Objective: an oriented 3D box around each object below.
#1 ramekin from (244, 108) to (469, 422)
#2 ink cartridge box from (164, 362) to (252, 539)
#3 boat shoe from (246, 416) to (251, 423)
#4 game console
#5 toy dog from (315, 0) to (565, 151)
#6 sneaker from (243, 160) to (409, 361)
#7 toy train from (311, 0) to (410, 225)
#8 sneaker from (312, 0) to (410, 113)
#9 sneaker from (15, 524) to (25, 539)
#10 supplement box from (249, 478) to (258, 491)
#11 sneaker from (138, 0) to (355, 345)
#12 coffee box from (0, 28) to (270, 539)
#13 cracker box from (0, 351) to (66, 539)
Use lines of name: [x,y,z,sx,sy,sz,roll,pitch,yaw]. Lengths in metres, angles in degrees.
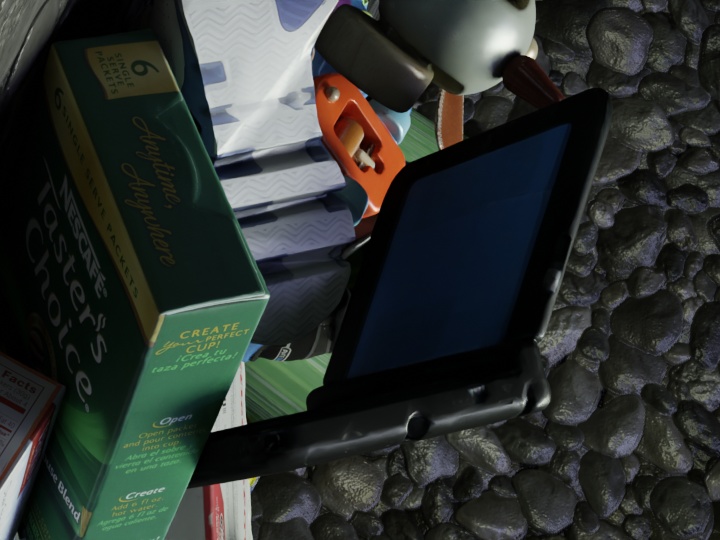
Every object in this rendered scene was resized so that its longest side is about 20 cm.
ramekin: [-0.024,-0.011,1.356,0.200,0.098,0.201,-34,-143,30]
ink cartridge box: [-0.101,0.085,1.174,0.200,0.082,0.148,55,32,-88]
boat shoe: [-0.109,0.079,1.381,0.076,0.074,0.200,-55,167,15]
game console: [-0.008,0.013,0.980,0.200,0.175,0.117,-20,-98,65]
toy dog: [0.060,-0.102,1.067,0.132,0.096,0.200,-50,173,30]
sneaker: [0.000,0.000,1.181,0.200,0.082,0.071,-41,135,-63]
toy train: [-0.011,-0.117,1.156,0.055,0.150,0.201,-16,-143,38]
sneaker: [-0.017,-0.106,1.259,0.076,0.105,0.200,-66,176,37]
sneaker: [-0.173,0.145,1.101,0.200,0.074,0.081,117,-2,-66]
supplement box: [-0.075,0.033,1.538,0.201,0.109,0.109,-63,178,1]
sneaker: [-0.062,-0.080,0.930,0.115,0.080,0.201,21,-66,53]
coffee box: [-0.095,0.021,0.913,0.123,0.044,0.200,67,-29,28]
cracker box: [-0.182,0.132,0.876,0.200,0.057,0.134,-60,177,-40]
